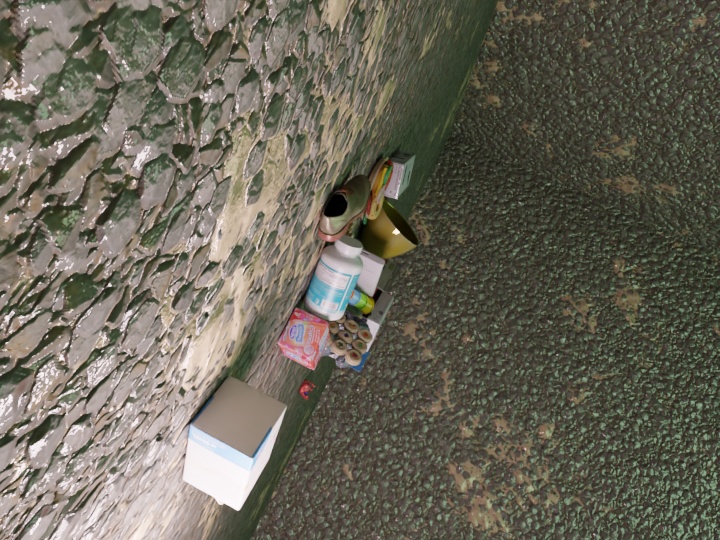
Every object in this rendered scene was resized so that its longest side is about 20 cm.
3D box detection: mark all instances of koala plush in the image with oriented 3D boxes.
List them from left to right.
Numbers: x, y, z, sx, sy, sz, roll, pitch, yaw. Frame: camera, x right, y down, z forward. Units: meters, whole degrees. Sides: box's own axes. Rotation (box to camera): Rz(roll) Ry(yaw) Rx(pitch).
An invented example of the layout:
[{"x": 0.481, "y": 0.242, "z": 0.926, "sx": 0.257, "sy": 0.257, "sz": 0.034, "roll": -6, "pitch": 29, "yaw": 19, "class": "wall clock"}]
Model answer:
[{"x": -0.110, "y": 0.212, "z": 1.628, "sx": 0.199, "sy": 0.183, "sz": 0.178, "roll": -16, "pitch": 136, "yaw": -53, "class": "koala plush"}]

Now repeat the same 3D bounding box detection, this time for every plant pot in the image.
[{"x": 0.080, "y": -0.120, "z": 1.767, "sx": 0.142, "sy": 0.200, "sz": 0.200, "roll": -39, "pitch": -177, "yaw": 19, "class": "plant pot"}]

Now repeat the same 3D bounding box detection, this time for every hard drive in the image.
[{"x": 0.000, "y": 0.000, "z": 1.672, "sx": 0.027, "sy": 0.131, "sz": 0.200, "roll": -60, "pitch": 173, "yaw": -32, "class": "hard drive"}]

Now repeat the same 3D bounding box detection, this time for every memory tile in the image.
[{"x": -0.064, "y": 0.179, "z": 1.527, "sx": 0.017, "sy": 0.199, "sz": 0.153, "roll": -58, "pitch": 178, "yaw": 36, "class": "memory tile"}]

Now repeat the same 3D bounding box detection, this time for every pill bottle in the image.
[{"x": -0.061, "y": 0.015, "z": 1.299, "sx": 0.201, "sy": 0.110, "sz": 0.111, "roll": -67, "pitch": 174, "yaw": 21, "class": "pill bottle"}]

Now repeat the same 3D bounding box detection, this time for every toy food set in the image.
[{"x": 0.047, "y": -0.231, "z": 1.511, "sx": 0.198, "sy": 0.048, "sz": 0.201, "roll": -52, "pitch": 165, "yaw": -70, "class": "toy food set"}]

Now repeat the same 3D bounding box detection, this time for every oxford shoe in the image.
[{"x": -0.027, "y": -0.152, "z": 1.131, "sx": 0.075, "sy": 0.070, "sz": 0.201, "roll": 98, "pitch": 16, "yaw": -53, "class": "oxford shoe"}]

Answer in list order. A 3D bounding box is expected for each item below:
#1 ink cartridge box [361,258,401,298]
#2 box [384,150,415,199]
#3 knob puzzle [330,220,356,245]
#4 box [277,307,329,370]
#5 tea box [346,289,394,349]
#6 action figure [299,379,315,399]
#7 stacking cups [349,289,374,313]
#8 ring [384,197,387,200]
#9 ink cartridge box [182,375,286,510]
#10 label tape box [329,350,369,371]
[{"x": 0.034, "y": 0.022, "z": 1.856, "sx": 0.200, "sy": 0.175, "sz": 0.084, "roll": -55, "pitch": 169, "yaw": -55, "class": "ink cartridge box"}, {"x": 0.125, "y": -0.320, "z": 1.723, "sx": 0.200, "sy": 0.060, "sz": 0.117, "roll": -55, "pitch": 158, "yaw": -62, "class": "box"}, {"x": -0.036, "y": -0.100, "z": 1.438, "sx": 0.220, "sy": 0.030, "sz": 0.221, "roll": 25, "pitch": 90, "yaw": -84, "class": "knob puzzle"}, {"x": -0.142, "y": 0.180, "z": 1.344, "sx": 0.103, "sy": 0.094, "sz": 0.200, "roll": -63, "pitch": 174, "yaw": -17, "class": "box"}, {"x": -0.011, "y": 0.148, "z": 1.871, "sx": 0.134, "sy": 0.196, "sz": 0.200, "roll": -68, "pitch": 174, "yaw": 31, "class": "tea box"}, {"x": -0.224, "y": 0.498, "z": 2.184, "sx": 0.066, "sy": 0.051, "sz": 0.200, "roll": -59, "pitch": 170, "yaw": -19, "class": "action figure"}, {"x": -0.028, "y": 0.083, "z": 1.685, "sx": 0.200, "sy": 0.060, "sz": 0.061, "roll": 34, "pitch": 80, "yaw": -52, "class": "stacking cups"}, {"x": 0.076, "y": -0.251, "z": 1.864, "sx": 0.200, "sy": 0.019, "sz": 0.202, "roll": 25, "pitch": 90, "yaw": -84, "class": "ring"}, {"x": -0.236, "y": 0.325, "z": 0.960, "sx": 0.129, "sy": 0.124, "sz": 0.201, "roll": -56, "pitch": 169, "yaw": -54, "class": "ink cartridge box"}, {"x": -0.062, "y": 0.258, "z": 1.861, "sx": 0.064, "sy": 0.199, "sz": 0.144, "roll": -67, "pitch": 174, "yaw": 27, "class": "label tape box"}]
